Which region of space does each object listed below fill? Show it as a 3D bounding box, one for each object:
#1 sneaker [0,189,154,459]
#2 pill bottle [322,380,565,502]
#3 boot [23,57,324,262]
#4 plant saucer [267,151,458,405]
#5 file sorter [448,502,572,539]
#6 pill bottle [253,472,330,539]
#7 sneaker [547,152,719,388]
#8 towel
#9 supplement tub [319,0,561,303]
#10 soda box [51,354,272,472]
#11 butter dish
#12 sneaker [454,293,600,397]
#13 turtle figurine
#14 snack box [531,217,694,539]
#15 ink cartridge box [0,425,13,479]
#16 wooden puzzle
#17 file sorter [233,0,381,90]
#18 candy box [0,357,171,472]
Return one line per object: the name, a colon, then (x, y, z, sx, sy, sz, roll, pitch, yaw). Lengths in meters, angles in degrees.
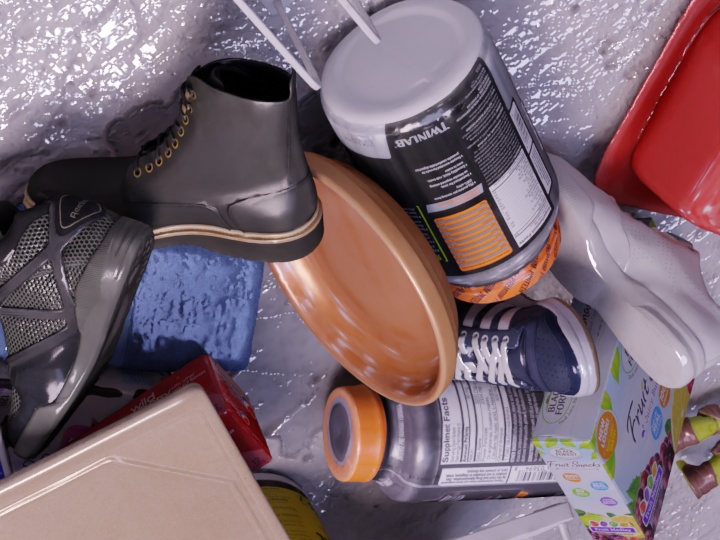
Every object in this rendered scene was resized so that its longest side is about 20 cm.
sneaker: (-0.214, 0.028, 1.457, 0.114, 0.076, 0.200, 28, 127, 6)
pill bottle: (0.073, 0.122, 1.701, 0.198, 0.107, 0.107, 1, 127, -23)
boot: (-0.124, -0.084, 1.433, 0.198, 0.078, 0.139, 2, 134, 7)
plant saucer: (0.000, 0.000, 1.518, 0.037, 0.200, 0.201, -36, 137, -23)
file sorter: (0.075, 0.278, 1.733, 0.138, 0.126, 0.200, -13, 168, -33)
pill bottle: (-0.058, 0.253, 1.683, 0.110, 0.200, 0.112, -11, 126, -16)
sneaker: (0.196, -0.011, 1.605, 0.088, 0.201, 0.075, -29, 162, -25)
towel: (-0.166, 0.012, 1.538, 0.198, 0.049, 0.113, 5, 106, -26)
supplement tub: (0.061, -0.076, 1.519, 0.122, 0.123, 0.201, -28, 133, 1)
soda box: (-0.163, 0.146, 1.545, 0.199, 0.070, 0.063, -34, 130, 6)
butter dish: (0.301, -0.086, 1.596, 0.199, 0.148, 0.200, 10, 122, -29)
sneaker: (0.082, 0.056, 1.581, 0.108, 0.200, 0.071, -17, 111, -20)
turtle figurine: (0.334, 0.126, 1.842, 0.160, 0.065, 0.200, -30, 133, 2)
snack box: (0.196, 0.082, 1.666, 0.053, 0.201, 0.142, -2, 142, 31)
ink cartridge box: (-0.288, 0.099, 1.472, 0.099, 0.039, 0.202, -14, 117, -9)
wooden puzzle: (-0.156, 0.172, 1.502, 0.184, 0.037, 0.201, -26, 133, 0)
file sorter: (0.002, -0.232, 1.364, 0.199, 0.125, 0.139, -37, 133, 8)
candy box: (-0.249, 0.124, 1.587, 0.198, 0.072, 0.169, 6, 124, -27)
